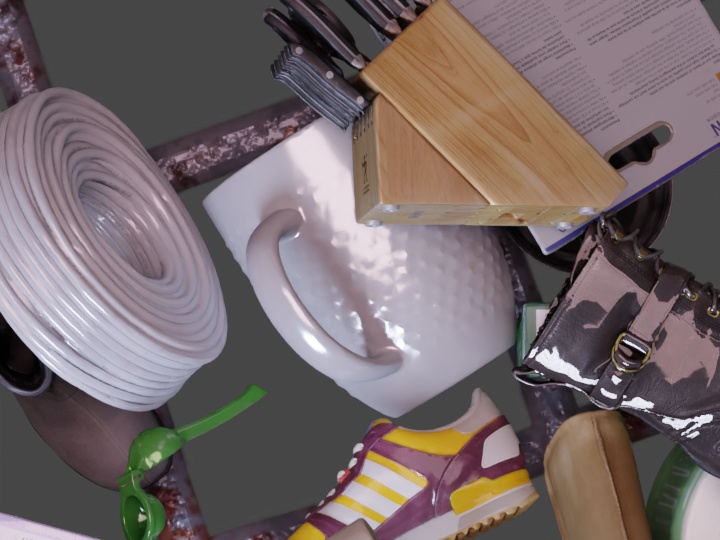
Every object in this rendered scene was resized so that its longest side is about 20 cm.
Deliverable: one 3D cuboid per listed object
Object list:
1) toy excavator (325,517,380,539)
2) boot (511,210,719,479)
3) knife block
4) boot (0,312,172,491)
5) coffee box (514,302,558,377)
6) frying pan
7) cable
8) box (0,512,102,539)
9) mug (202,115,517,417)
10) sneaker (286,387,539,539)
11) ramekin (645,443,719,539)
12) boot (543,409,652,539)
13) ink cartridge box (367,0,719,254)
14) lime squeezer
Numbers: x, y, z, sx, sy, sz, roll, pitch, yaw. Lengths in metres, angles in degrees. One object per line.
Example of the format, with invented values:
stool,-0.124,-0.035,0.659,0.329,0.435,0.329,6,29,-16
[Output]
toy excavator,0.046,0.231,1.516,0.100,0.200,0.195,-33,86,-1
boot,0.203,0.022,1.468,0.174,0.069,0.200,36,92,3
knife block,0.046,-0.115,1.469,0.200,0.064,0.176,1,81,-13
boot,-0.194,0.065,1.564,0.070,0.132,0.200,-42,95,0
coffee box,0.196,0.043,1.561,0.200,0.123,0.044,-1,85,1
frying pan,0.142,-0.087,1.615,0.115,0.031,0.190,7,75,-3
cable,-0.159,-0.014,1.542,0.069,0.200,0.200,-34,126,20
box,-0.224,0.154,1.470,0.200,0.041,0.039,15,81,2
mug,0.000,0.000,1.537,0.148,0.200,0.175,-33,89,30
sneaker,0.006,0.144,1.593,0.200,0.075,0.090,-22,78,-5
ramekin,0.275,0.169,1.560,0.200,0.098,0.200,0,86,2
boot,0.157,0.210,1.563,0.066,0.175,0.200,-7,60,-16
ink cartridge box,0.123,-0.132,1.562,0.196,0.043,0.200,-30,90,-27
lime squeezer,-0.120,0.143,1.566,0.038,0.071,0.200,-12,48,40
